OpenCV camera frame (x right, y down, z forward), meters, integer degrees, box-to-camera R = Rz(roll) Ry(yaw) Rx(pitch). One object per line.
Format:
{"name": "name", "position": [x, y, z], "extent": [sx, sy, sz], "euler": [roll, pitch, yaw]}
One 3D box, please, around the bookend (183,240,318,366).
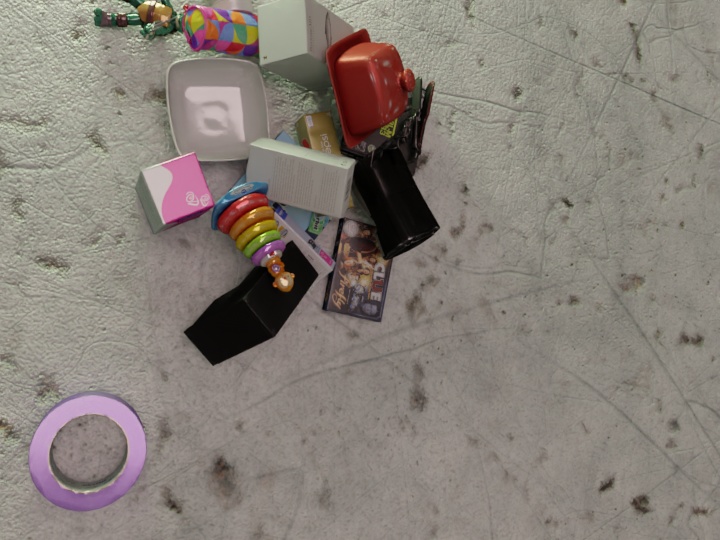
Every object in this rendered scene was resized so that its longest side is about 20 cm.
{"name": "bookend", "position": [-0.212, 0.064, 1.267], "extent": [0.093, 0.198, 0.200], "euler": [51, 38, -16]}

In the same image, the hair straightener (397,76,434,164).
{"name": "hair straightener", "position": [0.111, -0.332, 1.431], "extent": [0.076, 0.041, 0.204], "euler": [14, 88, -23]}

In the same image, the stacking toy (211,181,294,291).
{"name": "stacking toy", "position": [-0.180, -0.048, 1.173], "extent": [0.115, 0.110, 0.202], "euler": [-26, 78, -26]}

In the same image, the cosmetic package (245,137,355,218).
{"name": "cosmetic package", "position": [-0.116, -0.180, 1.244], "extent": [0.196, 0.071, 0.103], "euler": [15, 116, 7]}

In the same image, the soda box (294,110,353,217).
{"name": "soda box", "position": [-0.076, -0.218, 1.328], "extent": [0.063, 0.067, 0.204], "euler": [-14, 92, -23]}

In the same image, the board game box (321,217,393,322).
{"name": "board game box", "position": [0.000, 0.000, 1.414], "extent": [0.133, 0.034, 0.205], "euler": [13, 83, -22]}

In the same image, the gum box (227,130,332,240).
{"name": "gum box", "position": [-0.149, -0.158, 1.355], "extent": [0.200, 0.044, 0.171], "euler": [43, 73, -14]}

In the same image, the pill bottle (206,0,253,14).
{"name": "pill bottle", "position": [-0.270, -0.606, 1.288], "extent": [0.111, 0.113, 0.205], "euler": [-10, 92, -22]}

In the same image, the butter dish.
{"name": "butter dish", "position": [0.040, -0.371, 1.287], "extent": [0.200, 0.145, 0.203], "euler": [-49, 133, -50]}

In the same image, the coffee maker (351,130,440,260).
{"name": "coffee maker", "position": [0.067, -0.143, 1.335], "extent": [0.133, 0.192, 0.203], "euler": [-26, 82, -12]}

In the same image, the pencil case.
{"name": "pencil case", "position": [-0.251, -0.459, 1.259], "extent": [0.198, 0.087, 0.090], "euler": [-10, 92, -51]}

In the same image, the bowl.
{"name": "bowl", "position": [-0.288, -0.314, 1.288], "extent": [0.196, 0.074, 0.205], "euler": [-7, 91, -23]}

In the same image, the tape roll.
{"name": "tape roll", "position": [-0.496, 0.327, 1.180], "extent": [0.196, 0.065, 0.205], "euler": [1, 87, -21]}

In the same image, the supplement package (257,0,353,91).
{"name": "supplement package", "position": [-0.104, -0.451, 1.295], "extent": [0.199, 0.115, 0.120], "euler": [-1, 89, -62]}

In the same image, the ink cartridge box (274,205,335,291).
{"name": "ink cartridge box", "position": [-0.159, -0.043, 1.312], "extent": [0.119, 0.042, 0.200], "euler": [-38, 108, 27]}

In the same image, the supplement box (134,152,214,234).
{"name": "supplement box", "position": [-0.346, -0.138, 1.188], "extent": [0.100, 0.199, 0.105], "euler": [-24, 96, -21]}

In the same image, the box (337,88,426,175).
{"name": "box", "position": [0.053, -0.334, 1.445], "extent": [0.190, 0.047, 0.204], "euler": [16, 82, -20]}

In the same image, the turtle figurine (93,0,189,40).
{"name": "turtle figurine", "position": [-0.400, -0.496, 1.237], "extent": [0.195, 0.101, 0.153], "euler": [9, 69, -6]}
